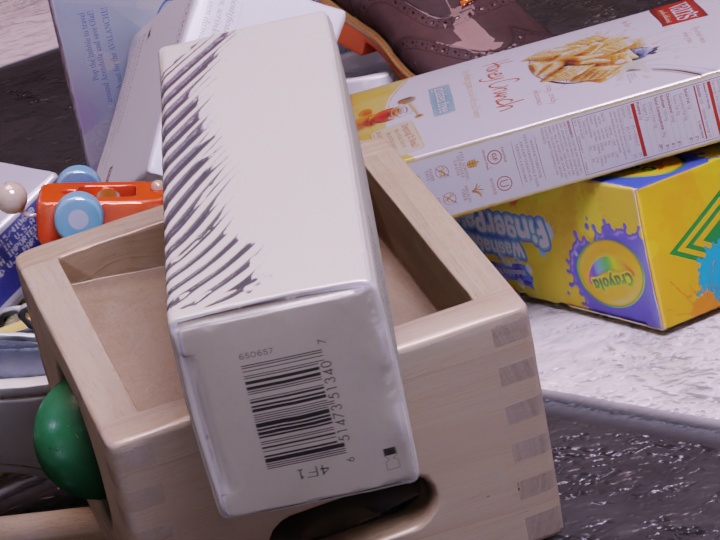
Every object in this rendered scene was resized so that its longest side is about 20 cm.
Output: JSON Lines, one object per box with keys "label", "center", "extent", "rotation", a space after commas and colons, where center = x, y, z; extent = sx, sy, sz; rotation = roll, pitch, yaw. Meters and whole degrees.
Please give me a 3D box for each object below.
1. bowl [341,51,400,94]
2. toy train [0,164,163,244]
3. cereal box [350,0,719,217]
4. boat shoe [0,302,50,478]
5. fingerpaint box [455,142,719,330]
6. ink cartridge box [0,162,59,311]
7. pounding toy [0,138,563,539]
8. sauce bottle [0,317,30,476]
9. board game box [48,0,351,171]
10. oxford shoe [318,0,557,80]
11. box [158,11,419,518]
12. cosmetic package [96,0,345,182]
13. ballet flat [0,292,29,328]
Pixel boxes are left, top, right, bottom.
{"label": "bowl", "center": [0.017, -0.072, 1.468], "extent": [0.200, 0.095, 0.201], "rotation": [-11, 15, 3]}
{"label": "toy train", "center": [-0.083, 0.000, 1.169], "extent": [0.150, 0.056, 0.200], "rotation": [-2, 15, -9]}
{"label": "cereal box", "center": [0.089, -0.076, 1.248], "extent": [0.199, 0.040, 0.144], "rotation": [-17, 18, 3]}
{"label": "boat shoe", "center": [-0.143, 0.054, 1.126], "extent": [0.199, 0.075, 0.062], "rotation": [-4, 43, -5]}
{"label": "fingerpaint box", "center": [0.148, -0.044, 1.295], "extent": [0.166, 0.074, 0.200], "rotation": [-21, 17, -25]}
{"label": "ink cartridge box", "center": [-0.252, 0.021, 1.314], "extent": [0.200, 0.041, 0.200], "rotation": [-48, 28, -21]}
{"label": "pounding toy", "center": [-0.050, 0.063, 1.014], "extent": [0.199, 0.143, 0.184], "rotation": [-18, 30, -11]}
{"label": "sauce bottle", "center": [-0.127, 0.046, 1.218], "extent": [0.199, 0.065, 0.065], "rotation": [-20, 17, -27]}
{"label": "board game box", "center": [-0.073, -0.123, 1.541], "extent": [0.198, 0.200, 0.043], "rotation": [-15, 47, -7]}
{"label": "oxford shoe", "center": [0.045, -0.138, 1.390], "extent": [0.071, 0.073, 0.200], "rotation": [-22, 35, -36]}
{"label": "box", "center": [-0.028, -0.008, 0.904], "extent": [0.068, 0.082, 0.200], "rotation": [-12, 29, 1]}
{"label": "cosmetic package", "center": [-0.080, -0.079, 1.387], "extent": [0.081, 0.113, 0.200], "rotation": [17, -11, -12]}
{"label": "ballet flat", "center": [-0.136, 0.016, 1.345], "extent": [0.070, 0.071, 0.200], "rotation": [-10, 15, 10]}
